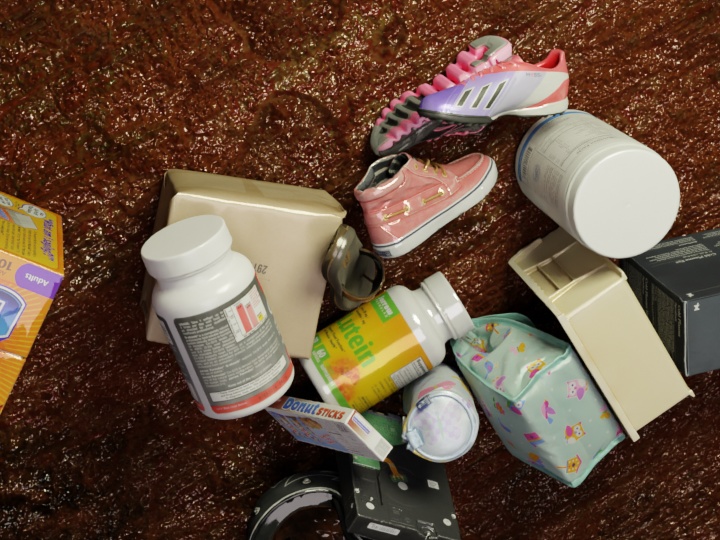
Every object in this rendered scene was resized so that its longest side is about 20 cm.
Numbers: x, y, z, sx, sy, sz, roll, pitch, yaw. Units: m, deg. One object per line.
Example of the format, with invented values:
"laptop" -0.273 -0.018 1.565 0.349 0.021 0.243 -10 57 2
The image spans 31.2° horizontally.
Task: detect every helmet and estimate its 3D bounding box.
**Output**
"helmet" -0.043 0.342 1.594 0.200 0.191 0.200 -31 144 -26

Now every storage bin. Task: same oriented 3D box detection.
"storage bin" 0.287 0.067 1.566 0.094 0.199 0.200 -35 114 2

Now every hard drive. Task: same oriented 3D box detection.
"hard drive" 0.040 0.253 1.575 0.140 0.200 0.038 18 122 -20

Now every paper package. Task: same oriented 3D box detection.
"paper package" -0.139 -0.007 1.487 0.200 0.103 0.191 8 108 -17

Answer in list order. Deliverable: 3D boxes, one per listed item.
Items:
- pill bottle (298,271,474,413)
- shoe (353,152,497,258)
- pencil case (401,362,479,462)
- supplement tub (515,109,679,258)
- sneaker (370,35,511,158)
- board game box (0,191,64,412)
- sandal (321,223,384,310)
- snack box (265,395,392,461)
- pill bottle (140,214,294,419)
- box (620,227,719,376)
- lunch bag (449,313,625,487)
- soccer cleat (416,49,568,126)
"pill bottle" 0.032 0.087 1.559 0.200 0.111 0.111 -32 114 -1
"shoe" 0.077 -0.104 1.487 0.200 0.071 0.091 -38 119 -29
"pencil case" 0.093 0.169 1.554 0.091 0.200 0.083 -39 94 7
"supplement tub" 0.270 -0.104 1.497 0.132 0.200 0.132 -5 111 -12
"sneaker" 0.107 -0.182 1.504 0.200 0.079 0.095 -35 126 2
"board game box" -0.447 0.021 1.367 0.200 0.200 0.200 23 103 -20
"sandal" 0.000 0.000 1.481 0.055 0.200 0.082 18 75 11
"snack box" -0.043 0.185 1.534 0.072 0.200 0.024 46 68 -24
"pill bottle" -0.155 0.050 1.385 0.116 0.116 0.200 -22 115 -5
"box" 0.452 0.030 1.603 0.200 0.182 0.104 -12 113 -9
"lunch bag" 0.203 0.149 1.581 0.122 0.200 0.170 -41 117 -12
"soccer cleat" 0.148 -0.204 1.437 0.200 0.068 0.073 -10 112 -29
